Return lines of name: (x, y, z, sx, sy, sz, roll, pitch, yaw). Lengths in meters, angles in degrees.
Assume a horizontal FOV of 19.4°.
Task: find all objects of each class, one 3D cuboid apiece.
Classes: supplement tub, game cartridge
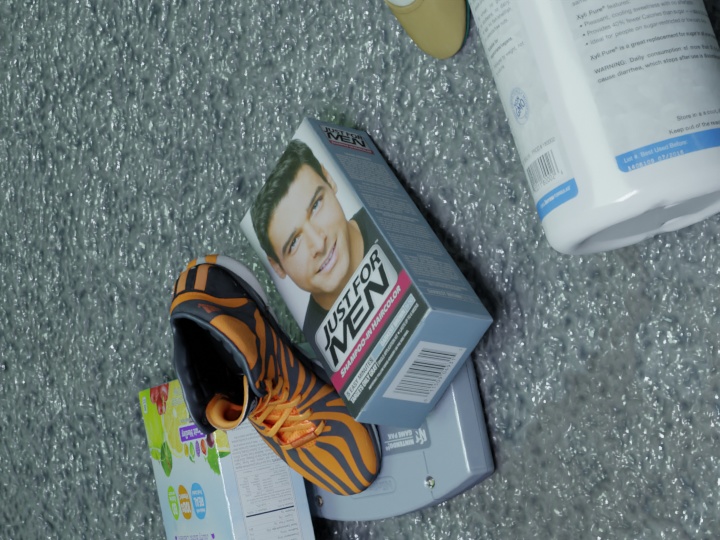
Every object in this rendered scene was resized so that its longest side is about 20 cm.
supplement tub: (0.142, -0.122, 1.223, 0.132, 0.131, 0.202, -26, 76, 45)
game cartridge: (0.010, 0.106, 1.468, 0.199, 0.040, 0.135, -15, 81, 47)

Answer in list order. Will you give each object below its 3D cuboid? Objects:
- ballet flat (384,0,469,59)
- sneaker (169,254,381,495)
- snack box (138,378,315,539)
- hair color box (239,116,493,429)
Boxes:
ballet flat: (0.020, -0.236, 1.385, 0.068, 0.063, 0.202, -17, 84, 47)
sneaker: (-0.064, 0.091, 1.387, 0.077, 0.112, 0.200, -35, 107, 21)
snack box: (-0.093, 0.173, 1.529, 0.168, 0.067, 0.202, 158, 100, -68)
hair color box: (0.000, 0.000, 1.408, 0.099, 0.060, 0.200, -56, 44, 26)
